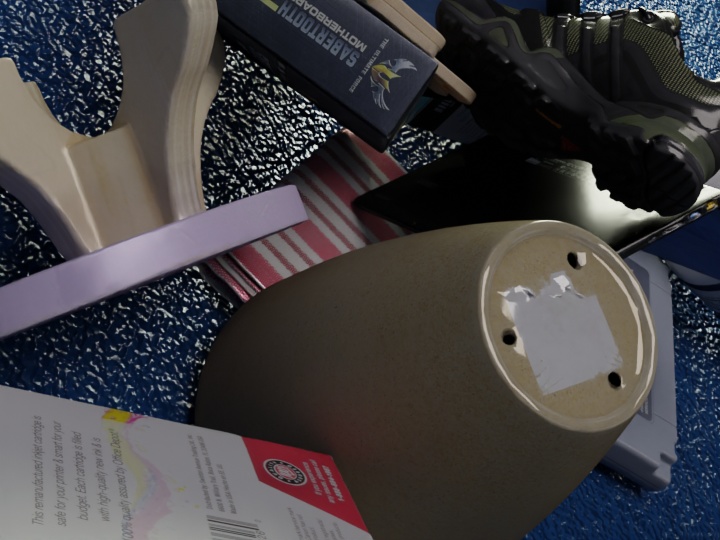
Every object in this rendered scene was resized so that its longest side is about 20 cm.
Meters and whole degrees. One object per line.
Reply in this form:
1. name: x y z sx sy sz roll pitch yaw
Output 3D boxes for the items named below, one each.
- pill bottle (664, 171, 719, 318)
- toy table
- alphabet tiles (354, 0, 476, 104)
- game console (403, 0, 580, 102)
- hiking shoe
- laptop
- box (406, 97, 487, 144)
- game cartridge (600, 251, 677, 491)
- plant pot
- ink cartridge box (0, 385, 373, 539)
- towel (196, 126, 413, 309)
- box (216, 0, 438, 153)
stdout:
1. pill bottle: 0.293 -0.023 1.010 0.200 0.119 0.120 40 40 -28
2. toy table: -0.119 -0.049 0.644 0.200 0.183 0.118 -23 93 -61
3. alphabet tiles: -0.021 -0.163 0.772 0.195 0.015 0.200 37 1 -22
4. game console: 0.055 -0.203 0.828 0.031 0.176 0.202 -23 120 -45
5. hiking shoe: 0.131 -0.109 0.763 0.100 0.076 0.200 -38 57 -22
6. laptop: 0.135 -0.008 0.818 0.199 0.187 0.117 -26 119 -25
7. box: 0.127 -0.123 0.985 0.199 0.082 0.049 14 50 -36
8. game cartridge: 0.157 0.038 0.927 0.133 0.042 0.201 28 45 -18
9. plant pot: 0.043 0.057 0.649 0.186 0.200 0.189 11 66 -26
10. ink cartridge box: -0.097 0.117 0.518 0.198 0.086 0.148 13 15 -17
11. towel: 0.000 0.000 0.820 0.146 0.030 0.200 47 38 -4
12. box: -0.036 -0.133 0.766 0.157 0.051 0.200 35 3 -2
